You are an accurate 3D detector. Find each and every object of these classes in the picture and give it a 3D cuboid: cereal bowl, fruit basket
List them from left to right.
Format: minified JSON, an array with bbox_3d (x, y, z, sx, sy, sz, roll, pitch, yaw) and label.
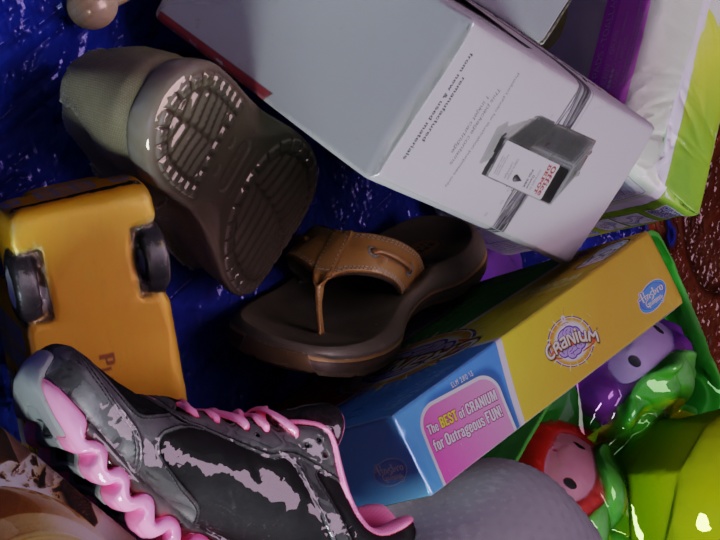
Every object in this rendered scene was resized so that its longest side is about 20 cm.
[{"bbox_3d":[0.010,0.149,1.263,0.083,0.200,0.200,55,44,-5],"label":"cereal bowl"},{"bbox_3d":[0.148,0.097,1.427,0.216,0.215,0.156,-57,135,-34],"label":"fruit basket"}]

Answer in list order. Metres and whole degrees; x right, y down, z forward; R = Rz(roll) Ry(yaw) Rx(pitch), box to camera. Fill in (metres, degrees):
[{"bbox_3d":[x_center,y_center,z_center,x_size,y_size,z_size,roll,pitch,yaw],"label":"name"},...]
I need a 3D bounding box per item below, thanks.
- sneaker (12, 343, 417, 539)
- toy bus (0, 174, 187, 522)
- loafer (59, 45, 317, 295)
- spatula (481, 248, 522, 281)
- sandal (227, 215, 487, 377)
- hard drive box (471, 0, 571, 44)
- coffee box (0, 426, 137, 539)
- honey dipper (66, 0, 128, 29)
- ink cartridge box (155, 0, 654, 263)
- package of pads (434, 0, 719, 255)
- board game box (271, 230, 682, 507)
[{"bbox_3d":[-0.053,0.081,1.108,0.200,0.079,0.095,43,79,-29],"label":"sneaker"},{"bbox_3d":[-0.109,0.059,1.160,0.065,0.078,0.200,-13,106,-16],"label":"toy bus"},{"bbox_3d":[-0.075,-0.051,1.209,0.076,0.068,0.200,-56,158,-11],"label":"loafer"},{"bbox_3d":[0.033,0.038,1.412,0.057,0.021,0.200,52,53,-23],"label":"spatula"},{"bbox_3d":[0.000,0.000,1.316,0.200,0.080,0.054,-34,130,-55],"label":"sandal"},{"bbox_3d":[-0.006,-0.195,1.182,0.200,0.156,0.077,27,99,-36],"label":"hard drive box"},{"bbox_3d":[-0.132,0.151,1.059,0.200,0.080,0.113,40,52,-5],"label":"coffee box"},{"bbox_3d":[-0.064,-0.153,1.257,0.200,0.038,0.038,-33,118,-46],"label":"honey dipper"},{"bbox_3d":[0.025,-0.090,1.258,0.083,0.147,0.200,-57,151,8],"label":"ink cartridge box"},{"bbox_3d":[0.122,-0.113,1.414,0.068,0.154,0.200,30,64,-30],"label":"package of pads"},{"bbox_3d":[0.035,0.054,1.290,0.200,0.153,0.040,-34,100,-42],"label":"board game box"}]
